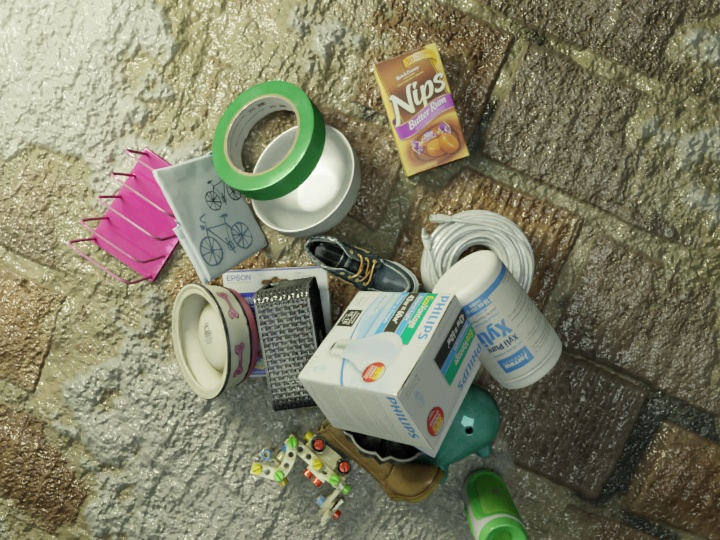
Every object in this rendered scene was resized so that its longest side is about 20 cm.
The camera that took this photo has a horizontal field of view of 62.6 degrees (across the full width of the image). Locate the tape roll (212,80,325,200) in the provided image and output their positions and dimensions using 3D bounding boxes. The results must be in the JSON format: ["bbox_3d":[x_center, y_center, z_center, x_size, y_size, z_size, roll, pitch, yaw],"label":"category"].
[{"bbox_3d":[-0.157,-0.221,1.005,0.199,0.048,0.202,-7,72,23],"label":"tape roll"}]

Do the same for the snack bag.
[{"bbox_3d":[-0.252,-0.098,1.000,0.021,0.189,0.201,-19,103,29],"label":"snack bag"}]

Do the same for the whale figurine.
[{"bbox_3d":[0.171,0.301,1.075,0.158,0.104,0.201,33,97,-3],"label":"whale figurine"}]

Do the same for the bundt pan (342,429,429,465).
[{"bbox_3d":[0.052,0.243,1.020,0.200,0.076,0.203,4,52,-5],"label":"bundt pan"}]

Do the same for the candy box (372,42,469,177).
[{"bbox_3d":[0.105,-0.277,1.036,0.116,0.056,0.202,-18,94,4],"label":"candy box"}]

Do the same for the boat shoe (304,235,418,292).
[{"bbox_3d":[0.000,0.000,0.996,0.199,0.091,0.071,21,89,12],"label":"boat shoe"}]

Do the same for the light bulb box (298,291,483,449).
[{"bbox_3d":[0.049,0.143,0.914,0.199,0.199,0.125,-1,131,42],"label":"light bulb box"}]

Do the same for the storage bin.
[{"bbox_3d":[-0.109,0.120,1.003,0.093,0.135,0.202,-9,97,2],"label":"storage bin"}]

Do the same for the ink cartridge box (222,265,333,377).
[{"bbox_3d":[-0.148,0.094,1.092,0.195,0.047,0.202,-2,95,3],"label":"ink cartridge box"}]

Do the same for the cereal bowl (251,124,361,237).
[{"bbox_3d":[-0.086,-0.147,1.024,0.198,0.083,0.202,-7,72,21],"label":"cereal bowl"}]

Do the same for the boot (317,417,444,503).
[{"bbox_3d":[0.031,0.330,1.064,0.200,0.066,0.175,45,139,-5],"label":"boot"}]

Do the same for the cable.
[{"bbox_3d":[0.206,-0.007,1.058,0.198,0.069,0.202,-2,97,1],"label":"cable"}]

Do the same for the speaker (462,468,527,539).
[{"bbox_3d":[0.232,0.426,1.039,0.087,0.200,0.089,0,96,1],"label":"speaker"}]

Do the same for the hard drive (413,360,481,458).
[{"bbox_3d":[0.110,0.195,1.000,0.131,0.025,0.200,27,55,13],"label":"hard drive"}]

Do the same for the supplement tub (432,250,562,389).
[{"bbox_3d":[0.222,0.079,0.970,0.132,0.132,0.200,-40,103,5],"label":"supplement tub"}]

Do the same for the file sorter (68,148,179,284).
[{"bbox_3d":[-0.388,-0.094,1.033,0.138,0.125,0.201,34,96,-3],"label":"file sorter"}]

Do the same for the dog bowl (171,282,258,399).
[{"bbox_3d":[-0.252,0.117,1.035,0.073,0.199,0.202,-9,99,-42],"label":"dog bowl"}]

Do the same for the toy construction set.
[{"bbox_3d":[-0.094,0.380,1.097,0.200,0.092,0.131,45,73,-11],"label":"toy construction set"}]
